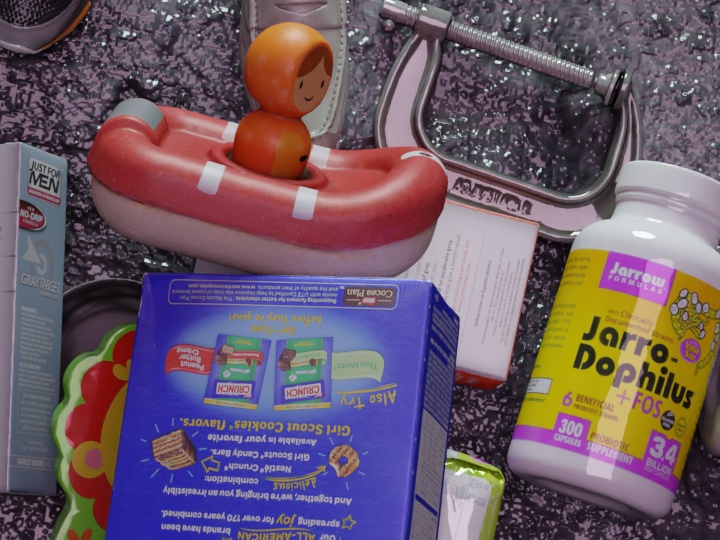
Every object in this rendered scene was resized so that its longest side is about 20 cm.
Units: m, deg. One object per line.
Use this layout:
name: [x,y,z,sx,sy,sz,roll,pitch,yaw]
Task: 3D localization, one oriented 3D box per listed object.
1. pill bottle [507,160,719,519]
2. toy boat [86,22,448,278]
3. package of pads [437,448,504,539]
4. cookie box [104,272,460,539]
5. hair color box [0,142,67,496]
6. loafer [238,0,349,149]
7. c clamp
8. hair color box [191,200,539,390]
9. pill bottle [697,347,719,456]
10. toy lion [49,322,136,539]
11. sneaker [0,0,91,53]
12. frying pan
pill bottle: [0.164,0.040,1.144,0.103,0.104,0.202,18,80,-2]
toy boat: [-0.046,-0.073,1.057,0.198,0.131,0.132,14,108,-2]
package of pads: [0.024,0.202,1.081,0.068,0.155,0.202,17,81,2]
cookie box: [-0.043,0.109,1.007,0.169,0.075,0.202,2,73,19]
hair color box: [-0.231,0.031,1.117,0.098,0.061,0.202,-2,82,20]
loafer: [-0.042,-0.166,1.157,0.069,0.070,0.202,-6,70,-6]
c clamp: [0.094,-0.114,1.199,0.199,0.027,0.172,24,80,-1]
hair color box: [0.000,0.000,1.158,0.198,0.061,0.103,15,80,-3]
pill bottle: [0.313,0.078,1.148,0.198,0.111,0.112,13,81,-3]
toy lion: [-0.109,0.132,1.106,0.192,0.069,0.200,44,81,-12]
sneaker: [-0.188,-0.232,1.168,0.078,0.077,0.202,16,82,-4]
frying pan: [-0.129,0.096,1.145,0.114,0.031,0.191,-28,92,1]
